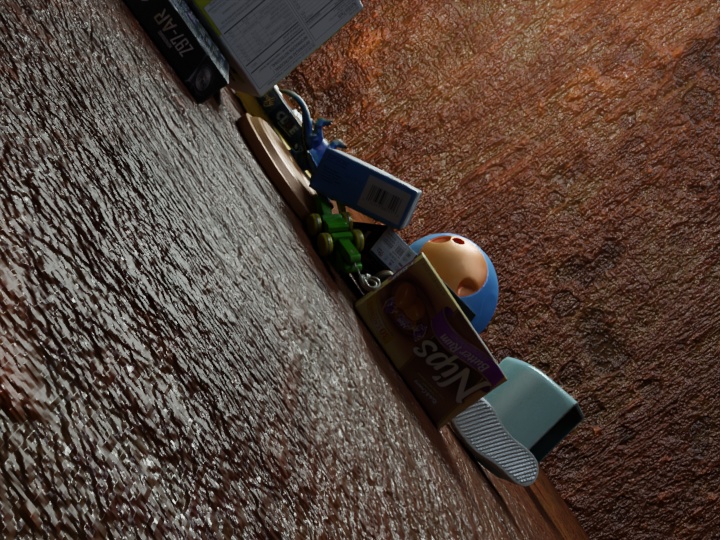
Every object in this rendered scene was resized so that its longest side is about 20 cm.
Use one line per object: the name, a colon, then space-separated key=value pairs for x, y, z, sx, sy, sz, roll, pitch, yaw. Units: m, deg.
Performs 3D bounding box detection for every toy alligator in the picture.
toy alligator: x=-0.026 y=-0.023 z=1.343 sx=0.201 sy=0.058 sz=0.055 roll=-120 pitch=-146 yaw=-42

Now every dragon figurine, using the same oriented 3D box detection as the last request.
dragon figurine: x=-0.079 y=-0.182 z=1.553 sx=0.058 sy=0.101 sz=0.201 roll=13 pitch=-27 yaw=31

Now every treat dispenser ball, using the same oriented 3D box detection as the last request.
treat dispenser ball: x=0.149 y=0.036 z=1.807 sx=0.202 sy=0.199 sz=0.201 roll=54 pitch=4 yaw=-6

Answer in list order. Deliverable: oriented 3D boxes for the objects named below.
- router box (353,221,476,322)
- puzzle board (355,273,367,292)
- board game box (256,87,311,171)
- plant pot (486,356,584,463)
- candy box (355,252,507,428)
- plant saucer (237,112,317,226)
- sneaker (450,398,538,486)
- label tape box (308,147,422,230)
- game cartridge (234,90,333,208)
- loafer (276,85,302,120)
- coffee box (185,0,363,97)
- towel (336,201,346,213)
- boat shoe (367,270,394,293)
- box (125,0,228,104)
router box: x=0.061 y=0.013 z=1.512 sx=0.200 sy=0.052 sz=0.157 roll=44 pitch=-12 yaw=-20
puzzle board: x=0.000 y=0.000 z=1.672 sx=0.202 sy=0.017 sz=0.151 roll=58 pitch=4 yaw=17
board game box: x=-0.115 y=-0.240 z=1.693 sx=0.200 sy=0.034 sz=0.136 roll=51 pitch=5 yaw=-46
plant pot: x=0.370 y=0.315 z=2.309 sx=0.200 sy=0.196 sz=0.196 roll=48 pitch=1 yaw=25
candy box: x=0.093 y=0.093 z=1.343 sx=0.202 sy=0.116 sz=0.056 roll=56 pitch=4 yaw=-6
plant saucer: x=-0.108 y=-0.143 z=1.451 sx=0.202 sy=0.032 sz=0.200 roll=55 pitch=5 yaw=-7
sneaker: x=0.186 y=0.261 z=1.557 sx=0.201 sy=0.074 sz=0.082 roll=49 pitch=-24 yaw=-15
label tape box: x=0.013 y=-0.119 z=1.464 sx=0.142 sy=0.064 sz=0.200 roll=26 pitch=7 yaw=3
game cartridge: x=-0.130 y=-0.204 z=1.690 sx=0.201 sy=0.032 sz=0.177 roll=56 pitch=4 yaw=36
loafer: x=-0.165 y=-0.286 z=1.811 sx=0.200 sy=0.062 sz=0.073 roll=47 pitch=39 yaw=-39
coffee box: x=-0.152 y=-0.390 z=1.416 sx=0.199 sy=0.200 sz=0.199 roll=53 pitch=-10 yaw=-27
towel: x=-0.025 y=-0.089 z=1.659 sx=0.200 sy=0.018 sz=0.088 roll=-107 pitch=-177 yaw=-78
boat shoe: x=0.054 y=0.073 z=1.435 sx=0.202 sy=0.071 sz=0.068 roll=63 pitch=-6 yaw=-35
box: x=-0.223 y=-0.296 z=1.228 sx=0.161 sy=0.043 sz=0.200 roll=54 pitch=5 yaw=-20
